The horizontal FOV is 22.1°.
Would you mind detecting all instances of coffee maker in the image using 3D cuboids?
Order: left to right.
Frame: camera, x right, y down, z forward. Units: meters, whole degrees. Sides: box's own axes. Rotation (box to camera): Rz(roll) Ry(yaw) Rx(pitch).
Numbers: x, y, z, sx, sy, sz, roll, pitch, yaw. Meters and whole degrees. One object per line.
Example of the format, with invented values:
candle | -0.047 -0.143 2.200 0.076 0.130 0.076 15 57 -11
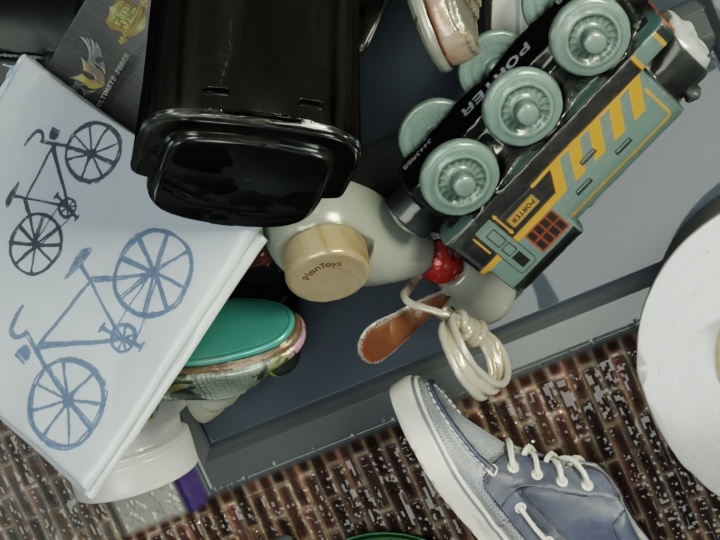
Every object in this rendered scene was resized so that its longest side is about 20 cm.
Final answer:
coffee maker | -0.062 -0.146 0.976 0.133 0.192 0.202 -4 66 10

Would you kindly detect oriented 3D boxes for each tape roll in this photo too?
tape roll | 0.266 0.044 1.095 0.198 0.066 0.203 4 104 15

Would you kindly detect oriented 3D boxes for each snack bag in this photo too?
snack bag | -0.177 0.001 1.077 0.199 0.021 0.189 34 93 20

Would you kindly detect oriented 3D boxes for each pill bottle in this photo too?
pill bottle | -0.171 0.041 1.192 0.112 0.113 0.202 -12 100 18

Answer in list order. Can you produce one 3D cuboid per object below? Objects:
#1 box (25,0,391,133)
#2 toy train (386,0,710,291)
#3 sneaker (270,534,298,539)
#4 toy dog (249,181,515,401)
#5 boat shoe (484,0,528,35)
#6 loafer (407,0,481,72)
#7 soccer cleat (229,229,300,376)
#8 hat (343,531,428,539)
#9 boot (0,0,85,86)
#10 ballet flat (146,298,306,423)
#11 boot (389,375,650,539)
box | -0.085 -0.144 1.122 0.158 0.048 0.201 31 88 6
toy train | 0.107 -0.083 1.046 0.114 0.085 0.200 37 103 -27
sneaker | -0.130 0.218 1.247 0.199 0.074 0.088 -37 87 21
toy dog | 0.000 0.000 1.105 0.096 0.133 0.200 -29 122 32
boat shoe | 0.110 -0.141 1.095 0.068 0.072 0.202 -4 99 0
loafer | 0.046 -0.208 1.053 0.062 0.072 0.202 -18 61 10
soccer cleat | -0.060 -0.033 1.169 0.080 0.068 0.202 -12 97 17
hat | 0.007 0.268 1.162 0.165 0.176 0.201 37 110 4
boot | -0.243 -0.179 1.181 0.161 0.073 0.200 10 104 10
ballet flat | -0.123 0.060 1.106 0.198 0.069 0.072 -5 125 13
boot | 0.107 0.132 1.166 0.090 0.073 0.201 -33 101 13
